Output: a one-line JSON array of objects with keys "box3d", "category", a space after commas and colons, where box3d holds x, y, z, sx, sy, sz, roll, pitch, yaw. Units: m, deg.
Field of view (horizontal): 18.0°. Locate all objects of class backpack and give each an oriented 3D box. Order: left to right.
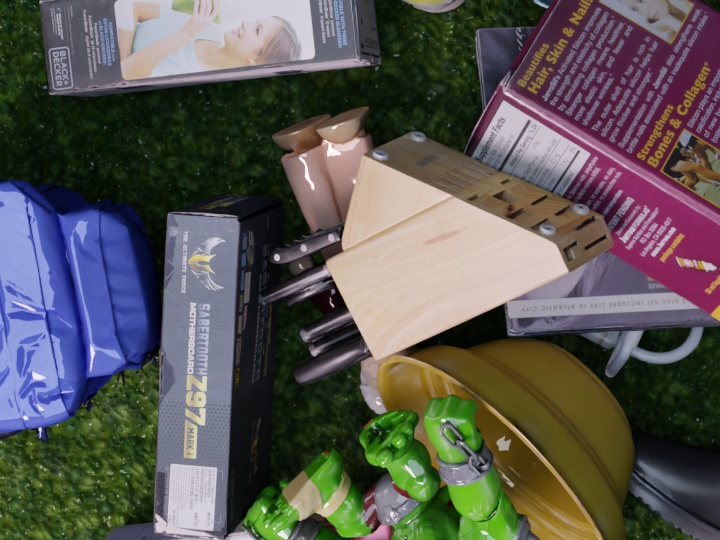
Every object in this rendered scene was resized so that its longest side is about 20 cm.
[{"box3d": [-0.208, 0.025, 1.432, 0.166, 0.200, 0.164, -5, 90, -2], "category": "backpack"}]

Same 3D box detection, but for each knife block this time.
[{"box3d": [0.037, 0.017, 1.374, 0.199, 0.064, 0.177, 25, 118, 24], "category": "knife block"}]

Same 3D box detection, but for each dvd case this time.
[{"box3d": [0.154, -0.060, 1.416, 0.147, 0.016, 0.202, -3, 73, -8], "category": "dvd case"}]

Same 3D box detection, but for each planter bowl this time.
[{"box3d": [0.108, 0.102, 1.402, 0.083, 0.200, 0.200, -43, 90, -19], "category": "planter bowl"}]

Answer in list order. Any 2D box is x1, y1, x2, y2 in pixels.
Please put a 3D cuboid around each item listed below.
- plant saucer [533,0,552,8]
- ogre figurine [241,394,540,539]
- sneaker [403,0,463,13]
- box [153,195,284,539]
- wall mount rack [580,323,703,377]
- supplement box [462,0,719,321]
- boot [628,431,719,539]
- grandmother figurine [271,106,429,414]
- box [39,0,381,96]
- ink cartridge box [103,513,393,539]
[{"box3d": [0.182, -0.245, 1.434, 0.070, 0.019, 0.201, 26, 91, 6], "category": "plant saucer"}, {"box3d": [0.027, 0.151, 1.376, 0.200, 0.098, 0.120, -39, 105, 23], "category": "ogre figurine"}, {"box3d": [-0.003, -0.247, 1.440, 0.200, 0.076, 0.075, 42, 101, 2], "category": "sneaker"}, {"box3d": [-0.088, 0.056, 1.440, 0.051, 0.158, 0.202, 4, 96, 7], "category": "box"}, {"box3d": [0.146, -0.035, 1.450, 0.199, 0.075, 0.175, 26, 67, 2], "category": "wall mount rack"}, {"box3d": [0.182, -0.081, 1.357, 0.199, 0.103, 0.131, 32, 64, 2], "category": "supplement box"}, {"box3d": [0.274, 0.087, 1.444, 0.164, 0.066, 0.201, 33, 104, -10], "category": "boot"}, {"box3d": [0.000, 0.000, 1.464, 0.121, 0.060, 0.201, -4, 108, 51], "category": "grandmother figurine"}, {"box3d": [-0.092, -0.151, 1.442, 0.198, 0.117, 0.061, -5, 93, 9], "category": "box"}, {"box3d": [-0.066, 0.234, 1.493, 0.198, 0.083, 0.148, -6, 95, 7], "category": "ink cartridge box"}]
